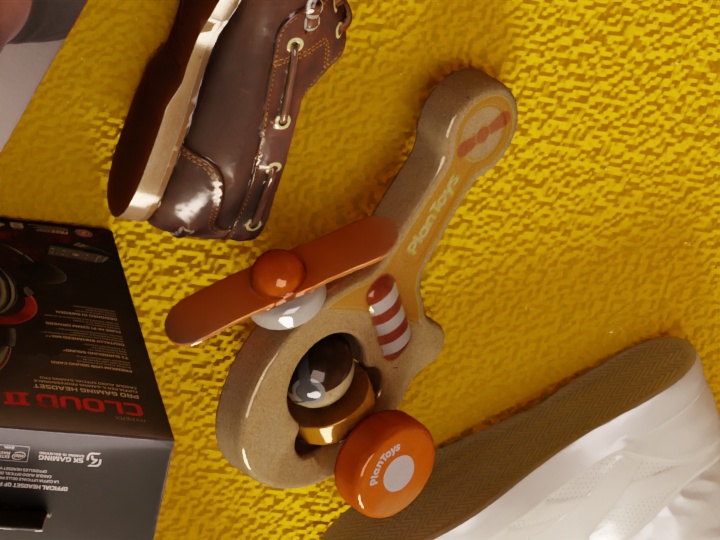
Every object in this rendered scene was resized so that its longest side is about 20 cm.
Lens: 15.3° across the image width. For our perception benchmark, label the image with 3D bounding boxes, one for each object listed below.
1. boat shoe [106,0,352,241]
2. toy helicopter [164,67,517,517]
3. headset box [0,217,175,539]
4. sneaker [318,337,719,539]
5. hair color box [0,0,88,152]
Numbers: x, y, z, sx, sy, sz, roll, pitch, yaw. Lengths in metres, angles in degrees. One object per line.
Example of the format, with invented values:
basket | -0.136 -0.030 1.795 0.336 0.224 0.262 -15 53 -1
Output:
boat shoe | -0.040 -0.101 1.088 0.070 0.070 0.200 13 121 -19
toy helicopter | 0.000 0.000 1.141 0.132 0.079 0.200 30 91 -48
headset box | -0.161 0.052 1.061 0.148 0.200 0.075 6 116 -16
sneaker | 0.086 0.126 1.237 0.200 0.074 0.116 -27 117 0
hair color box | -0.163 -0.107 1.018 0.101 0.061 0.200 23 111 -25
